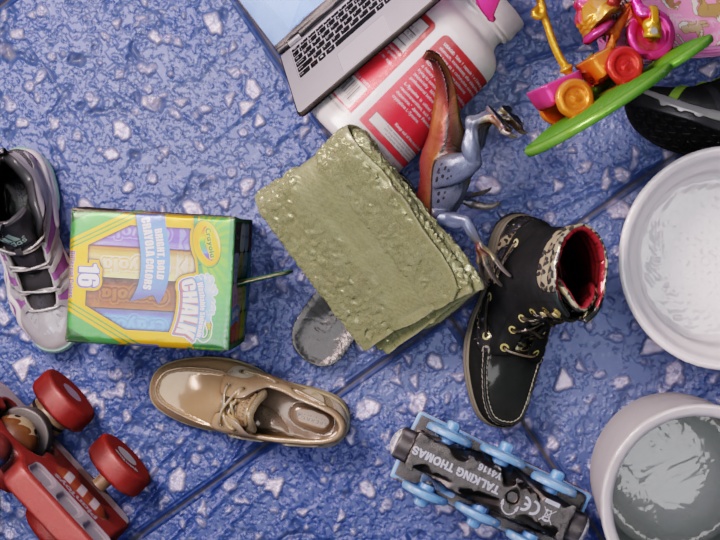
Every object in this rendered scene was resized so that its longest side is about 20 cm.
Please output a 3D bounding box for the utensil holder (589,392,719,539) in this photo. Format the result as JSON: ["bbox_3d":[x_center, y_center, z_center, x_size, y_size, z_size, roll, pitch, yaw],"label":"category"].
[{"bbox_3d":[0.293,0.198,1.519,0.168,0.200,0.172,0,90,4],"label":"utensil holder"}]

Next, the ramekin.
[{"bbox_3d":[0.335,-0.011,1.564,0.198,0.098,0.203,0,90,4],"label":"ramekin"}]

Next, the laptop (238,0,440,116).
[{"bbox_3d":[-0.034,-0.281,1.561,0.187,0.201,0.116,-39,122,14],"label":"laptop"}]

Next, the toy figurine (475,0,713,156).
[{"bbox_3d":[0.186,-0.231,1.479,0.199,0.150,0.185,-32,95,-9],"label":"toy figurine"}]

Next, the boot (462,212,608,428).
[{"bbox_3d":[0.159,0.049,1.543,0.073,0.154,0.206,8,89,-19],"label":"boot"}]

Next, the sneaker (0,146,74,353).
[{"bbox_3d":[-0.319,-0.018,1.580,0.077,0.140,0.202,-15,89,3],"label":"sneaker"}]

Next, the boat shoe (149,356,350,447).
[{"bbox_3d":[-0.107,0.126,1.608,0.197,0.065,0.072,9,91,3],"label":"boat shoe"}]

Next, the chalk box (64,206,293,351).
[{"bbox_3d":[-0.165,0.009,1.580,0.197,0.125,0.126,4,91,4],"label":"chalk box"}]

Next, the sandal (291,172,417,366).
[{"bbox_3d":[0.001,0.001,1.608,0.075,0.048,0.202,26,92,2],"label":"sandal"}]

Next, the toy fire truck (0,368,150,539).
[{"bbox_3d":[-0.293,0.184,1.568,0.112,0.168,0.200,-42,89,3],"label":"toy fire truck"}]

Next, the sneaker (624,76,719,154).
[{"bbox_3d":[0.348,-0.154,1.589,0.198,0.072,0.084,12,67,2],"label":"sneaker"}]

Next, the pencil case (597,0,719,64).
[{"bbox_3d":[0.318,-0.233,1.569,0.197,0.087,0.084,-2,103,5],"label":"pencil case"}]

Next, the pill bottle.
[{"bbox_3d":[0.053,-0.188,1.571,0.200,0.112,0.112,-45,88,3],"label":"pill bottle"}]

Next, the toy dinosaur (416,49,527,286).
[{"bbox_3d":[0.076,-0.080,1.559,0.200,0.105,0.181,44,109,-7],"label":"toy dinosaur"}]

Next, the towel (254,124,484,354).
[{"bbox_3d":[0.006,-0.025,1.543,0.148,0.037,0.200,-33,102,32],"label":"towel"}]

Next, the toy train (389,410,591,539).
[{"bbox_3d":[0.119,0.198,1.571,0.198,0.114,0.087,25,89,3],"label":"toy train"}]
